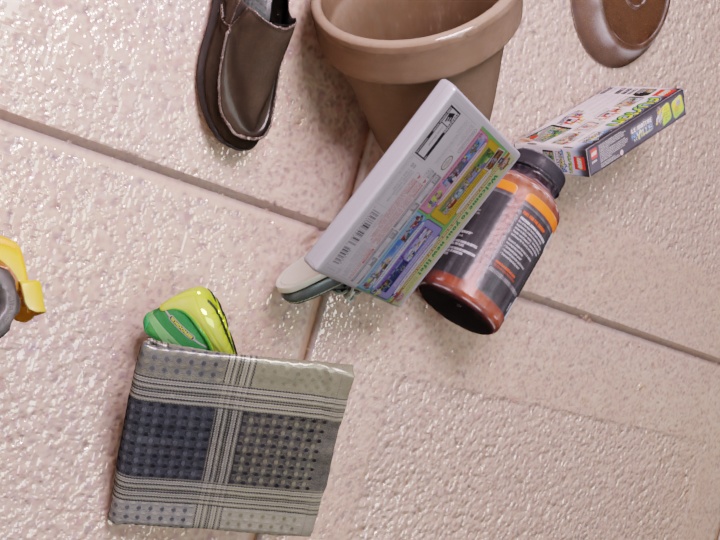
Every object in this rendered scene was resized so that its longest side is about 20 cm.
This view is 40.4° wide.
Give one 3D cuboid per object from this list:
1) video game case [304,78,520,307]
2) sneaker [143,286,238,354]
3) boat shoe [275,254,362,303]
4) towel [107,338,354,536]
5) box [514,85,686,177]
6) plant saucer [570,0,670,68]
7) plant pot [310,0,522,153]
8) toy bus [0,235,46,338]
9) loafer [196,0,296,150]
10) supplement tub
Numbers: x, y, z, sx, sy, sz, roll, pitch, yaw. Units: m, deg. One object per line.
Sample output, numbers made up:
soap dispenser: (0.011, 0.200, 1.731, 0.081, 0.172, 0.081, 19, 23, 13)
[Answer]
video game case: (0.055, -0.063, 0.920, 0.201, 0.022, 0.181, -52, 151, 8)
sneaker: (-0.148, 0.105, 0.902, 0.082, 0.074, 0.203, -14, 120, -3)
boat shoe: (0.000, 0.000, 0.994, 0.199, 0.072, 0.063, -27, 113, -39)
towel: (-0.115, 0.154, 0.880, 0.196, 0.035, 0.195, 9, 113, -15)
box: (0.291, -0.172, 1.180, 0.199, 0.109, 0.035, -31, 118, -31)
plant saucer: (0.338, -0.359, 1.233, 0.198, 0.032, 0.204, -11, 108, -38)
plant pot: (0.061, -0.201, 0.947, 0.200, 0.199, 0.176, -42, 142, -26)
toy bus: (-0.335, -0.035, 0.674, 0.198, 0.135, 0.196, -6, 88, -42)
loafer: (-0.096, -0.207, 0.864, 0.072, 0.071, 0.204, -4, 102, -40)
supplement tub: (0.155, -0.037, 1.095, 0.107, 0.106, 0.202, 44, 72, -37)
